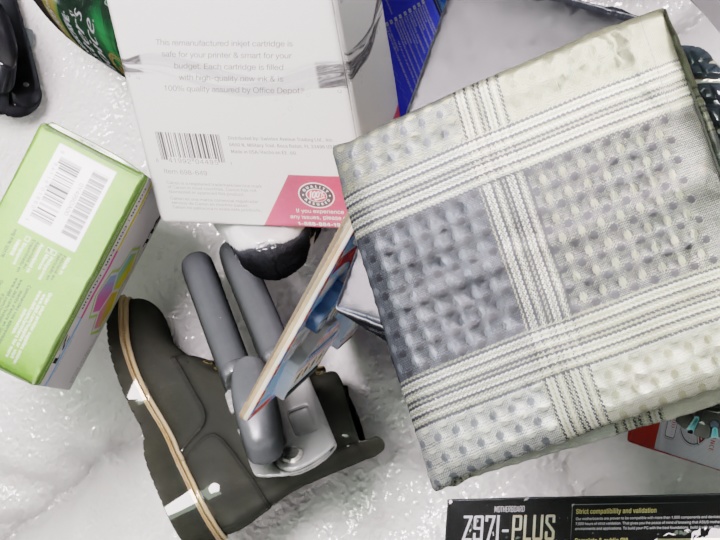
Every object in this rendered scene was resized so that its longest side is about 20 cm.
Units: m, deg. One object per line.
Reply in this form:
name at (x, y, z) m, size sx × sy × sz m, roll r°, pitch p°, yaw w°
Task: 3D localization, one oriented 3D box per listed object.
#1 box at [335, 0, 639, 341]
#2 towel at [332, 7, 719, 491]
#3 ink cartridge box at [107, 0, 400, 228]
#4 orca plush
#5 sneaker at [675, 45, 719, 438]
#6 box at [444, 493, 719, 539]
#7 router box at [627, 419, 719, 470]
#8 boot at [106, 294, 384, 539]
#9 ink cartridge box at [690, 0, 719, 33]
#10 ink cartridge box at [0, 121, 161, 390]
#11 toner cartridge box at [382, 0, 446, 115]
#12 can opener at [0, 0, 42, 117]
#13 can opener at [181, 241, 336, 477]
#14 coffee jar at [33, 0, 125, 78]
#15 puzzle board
box at (0.097, -0.035, 1.220) m, size 0.124 × 0.197 × 0.200 m, roll 18°, pitch 84°, yaw 20°
towel at (0.099, -0.009, 1.086) m, size 0.200 × 0.035 × 0.193 m, roll -21°, pitch 79°, yaw 21°
ink cartridge box at (-0.062, -0.130, 1.286) m, size 0.145 × 0.200 × 0.085 m, roll 3°, pitch 38°, yaw 19°
orca plush at (-0.066, -0.043, 1.404) m, size 0.105 × 0.071 × 0.200 m, roll -20°, pitch 36°, yaw -14°
sneaker at (0.174, -0.015, 1.117) m, size 0.078 × 0.086 × 0.200 m, roll -7°, pitch 88°, yaw 22°
box at (0.148, 0.209, 1.191) m, size 0.200 × 0.086 × 0.164 m, roll -5°, pitch 73°, yaw 28°
router box at (0.233, 0.013, 1.161) m, size 0.179 × 0.049 × 0.200 m, roll 14°, pitch 96°, yaw 56°
boot at (-0.076, 0.076, 1.385) m, size 0.138 × 0.077 × 0.200 m, roll -26°, pitch 54°, yaw 0°
ink cartridge box at (0.290, -0.226, 1.247) m, size 0.146 × 0.086 × 0.200 m, roll 14°, pitch 81°, yaw 32°
ink cartridge box at (-0.185, -0.002, 1.406) m, size 0.076 × 0.200 × 0.148 m, roll 27°, pitch 88°, yaw 8°
toner cartridge box at (0.016, -0.152, 1.405) m, size 0.095 × 0.043 × 0.200 m, roll -30°, pitch 63°, yaw 19°
can opener at (-0.272, -0.192, 1.577) m, size 0.079 × 0.063 × 0.200 m, roll -54°, pitch 42°, yaw 37°
can opener at (-0.065, 0.048, 1.326) m, size 0.053 × 0.067 × 0.200 m, roll -18°, pitch 42°, yaw -6°
coffee jar at (-0.142, -0.171, 1.448) m, size 0.085 × 0.104 × 0.200 m, roll -47°, pitch 44°, yaw -7°
puzzle board at (0.000, 0.000, 1.267) m, size 0.017 × 0.200 × 0.151 m, roll 31°, pitch 110°, yaw 8°
